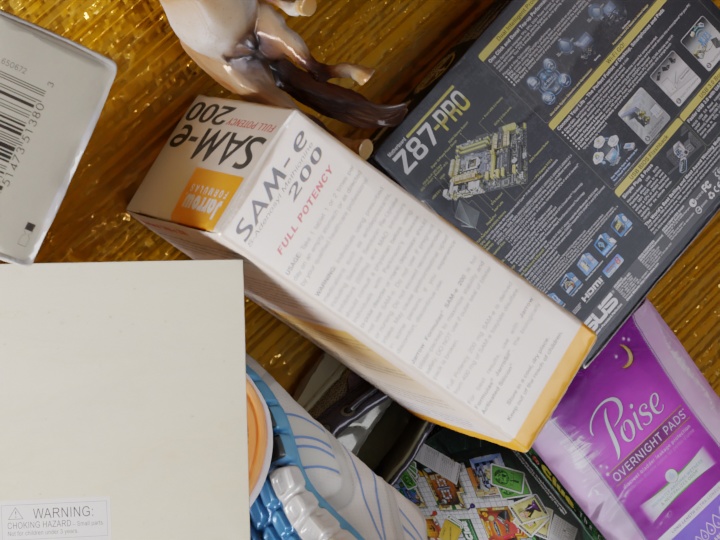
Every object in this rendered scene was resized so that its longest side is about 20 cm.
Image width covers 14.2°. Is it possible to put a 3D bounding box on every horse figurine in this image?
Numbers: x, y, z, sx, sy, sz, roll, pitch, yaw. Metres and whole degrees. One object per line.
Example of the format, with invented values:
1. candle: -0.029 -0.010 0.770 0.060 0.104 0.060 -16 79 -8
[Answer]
1. horse figurine: -0.056 -0.120 1.359 0.050 0.133 0.200 -52 139 -8

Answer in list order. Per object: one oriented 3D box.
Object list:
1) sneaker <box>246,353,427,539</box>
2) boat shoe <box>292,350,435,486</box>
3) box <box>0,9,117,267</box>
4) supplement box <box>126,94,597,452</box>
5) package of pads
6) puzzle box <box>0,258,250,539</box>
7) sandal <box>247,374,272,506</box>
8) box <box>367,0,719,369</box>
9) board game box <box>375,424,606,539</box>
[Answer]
1. sneaker: -0.017 0.119 1.451 0.087 0.200 0.075 -12 151 -48
2. boat shoe: -0.018 0.111 1.512 0.200 0.065 0.072 -55 132 -10
3. box: -0.199 -0.080 1.192 0.078 0.200 0.095 22 90 -43
4. supplement box: 0.000 0.000 1.408 0.200 0.126 0.074 36 81 -25
5. package of pads: 0.161 0.122 1.615 0.120 0.076 0.200 -41 102 -22
6. puzzle box: -0.151 0.062 1.312 0.200 0.025 0.133 -1 87 -7
7. sandal: -0.111 0.113 1.350 0.207 0.059 0.079 -39 90 -30
8. box: 0.116 -0.071 1.522 0.161 0.049 0.200 44 73 -12
9. board game box: 0.087 0.170 1.563 0.105 0.023 0.200 -36 102 11
